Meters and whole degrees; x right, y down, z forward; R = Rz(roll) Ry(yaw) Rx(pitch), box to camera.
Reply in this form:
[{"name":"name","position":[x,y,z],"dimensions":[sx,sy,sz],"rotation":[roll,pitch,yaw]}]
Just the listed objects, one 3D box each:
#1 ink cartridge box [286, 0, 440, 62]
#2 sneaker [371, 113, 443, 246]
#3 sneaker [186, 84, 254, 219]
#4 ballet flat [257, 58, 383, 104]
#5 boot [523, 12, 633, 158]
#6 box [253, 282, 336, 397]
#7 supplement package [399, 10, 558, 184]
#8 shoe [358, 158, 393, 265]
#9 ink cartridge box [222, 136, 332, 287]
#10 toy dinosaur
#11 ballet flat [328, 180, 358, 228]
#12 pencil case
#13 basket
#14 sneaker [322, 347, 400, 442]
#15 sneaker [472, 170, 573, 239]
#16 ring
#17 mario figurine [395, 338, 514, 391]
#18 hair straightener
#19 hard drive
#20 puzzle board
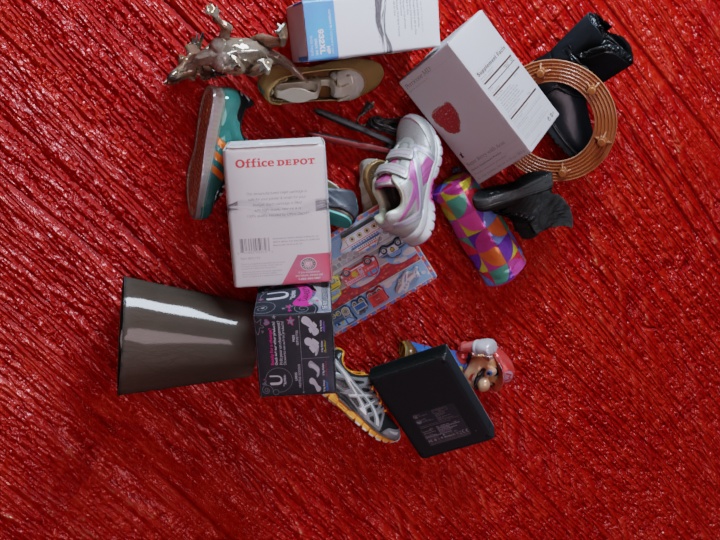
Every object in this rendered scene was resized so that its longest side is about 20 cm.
[{"name":"ink cartridge box","position":[0.002,-0.356,1.248],"dimensions":[0.197,0.145,0.085],"rotation":[-9,104,-12]},{"name":"sneaker","position":[0.065,-0.143,1.278],"dimensions":[0.087,0.081,0.203],"rotation":[13,73,-38]},{"name":"sneaker","position":[-0.206,-0.169,1.273],"dimensions":[0.079,0.071,0.203],"rotation":[4,110,-30]},{"name":"ballet flat","position":[-0.056,-0.276,1.290],"dimensions":[0.197,0.063,0.069],"rotation":[-8,131,-10]},{"name":"boot","position":[0.361,-0.283,1.345],"dimensions":[0.167,0.077,0.201],"rotation":[-32,106,35]},{"name":"box","position":[-0.096,0.082,1.268],"dimensions":[0.113,0.200,0.134],"rotation":[-4,110,-2]},{"name":"supplement package","position":[0.179,-0.259,1.290],"dimensions":[0.201,0.121,0.120],"rotation":[49,50,-9]},{"name":"shoe","position":[0.042,-0.086,1.364],"dimensions":[0.069,0.053,0.203],"rotation":[-28,115,-24]},{"name":"ink cartridge box","position":[-0.116,-0.086,1.233],"dimensions":[0.144,0.083,0.203],"rotation":[-3,107,-3]},{"name":"toy dinosaur","position":[-0.176,-0.307,1.232],"dimensions":[0.197,0.135,0.087],"rotation":[5,82,-20]},{"name":"ballet flat","position":[-0.097,-0.120,1.313],"dimensions":[0.197,0.073,0.074],"rotation":[14,98,0]},{"name":"pencil case","position":[0.191,-0.072,1.387],"dimensions":[0.088,0.088,0.201],"rotation":[-35,105,-5]},{"name":"basket","position":[-0.260,0.101,1.286],"dimensions":[0.197,0.136,0.183],"rotation":[2,107,-18]},{"name":"sneaker","position":[0.000,0.208,1.399],"dimensions":[0.200,0.078,0.077],"rotation":[43,81,-18]},{"name":"sneaker","position":[0.260,-0.093,1.355],"dimensions":[0.198,0.060,0.106],"rotation":[-22,113,-34]},{"name":"ring","position":[0.302,-0.231,1.346],"dimensions":[0.198,0.019,0.203],"rotation":[13,123,20]},{"name":"mario figurine","position":[0.160,0.168,1.406],"dimensions":[0.197,0.124,0.108],"rotation":[4,75,-9]},{"name":"hair straightener","position":[0.019,-0.224,1.333],"dimensions":[0.197,0.041,0.078],"rotation":[12,98,-16]},{"name":"hard drive","position":[0.118,0.218,1.397],"dimensions":[0.138,0.033,0.201],"rotation":[-20,122,20]},{"name":"puzzle board","position":[0.000,0.000,1.351],"dimensions":[0.198,0.017,0.152],"rotation":[-31,107,15]}]
